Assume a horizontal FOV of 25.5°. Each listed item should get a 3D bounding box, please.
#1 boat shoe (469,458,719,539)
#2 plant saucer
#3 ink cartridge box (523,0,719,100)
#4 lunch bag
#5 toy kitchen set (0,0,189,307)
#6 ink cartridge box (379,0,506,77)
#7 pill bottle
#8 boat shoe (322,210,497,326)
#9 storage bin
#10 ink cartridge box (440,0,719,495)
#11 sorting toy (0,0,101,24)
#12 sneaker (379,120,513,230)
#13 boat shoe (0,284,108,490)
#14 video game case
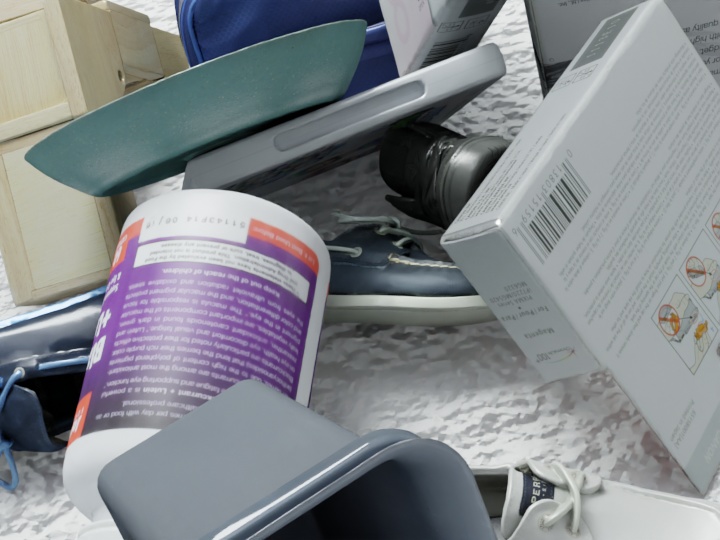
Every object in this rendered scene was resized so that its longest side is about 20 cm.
[{"bbox_3d":[0.080,0.117,0.721,0.200,0.066,0.072,0,40,20],"label":"boat shoe"},{"bbox_3d":[-0.083,-0.082,0.868,0.200,0.036,0.200,-22,1,0],"label":"plant saucer"},{"bbox_3d":[0.168,-0.159,0.929,0.146,0.200,0.084,-12,35,4],"label":"ink cartridge box"},{"bbox_3d":[-0.020,-0.168,1.060,0.200,0.136,0.132,-16,38,-2],"label":"lunch bag"},{"bbox_3d":[-0.208,-0.065,1.056,0.163,0.181,0.200,-16,-3,15],"label":"toy kitchen set"},{"bbox_3d":[0.033,-0.230,0.912,0.057,0.163,0.200,-17,79,-14],"label":"ink cartridge box"},{"bbox_3d":[-0.082,0.070,0.777,0.111,0.111,0.200,-2,58,18],"label":"pill bottle"},{"bbox_3d":[0.000,0.000,0.887,0.200,0.075,0.062,-2,75,28],"label":"boat shoe"},{"bbox_3d":[-0.028,0.148,0.631,0.145,0.200,0.134,-31,29,-19],"label":"storage bin"},{"bbox_3d":[0.146,-0.014,0.803,0.044,0.174,0.200,-17,27,47],"label":"ink cartridge box"},{"bbox_3d":[-0.274,-0.171,1.111,0.200,0.070,0.199,-16,-4,3],"label":"sorting toy"},{"bbox_3d":[0.049,-0.047,0.872,0.104,0.200,0.060,21,93,22],"label":"sneaker"},{"bbox_3d":[-0.180,0.065,0.862,0.200,0.084,0.069,-27,55,2],"label":"boat shoe"},{"bbox_3d":[-0.018,-0.077,0.945,0.182,0.024,0.200,-22,1,-8],"label":"video game case"}]
